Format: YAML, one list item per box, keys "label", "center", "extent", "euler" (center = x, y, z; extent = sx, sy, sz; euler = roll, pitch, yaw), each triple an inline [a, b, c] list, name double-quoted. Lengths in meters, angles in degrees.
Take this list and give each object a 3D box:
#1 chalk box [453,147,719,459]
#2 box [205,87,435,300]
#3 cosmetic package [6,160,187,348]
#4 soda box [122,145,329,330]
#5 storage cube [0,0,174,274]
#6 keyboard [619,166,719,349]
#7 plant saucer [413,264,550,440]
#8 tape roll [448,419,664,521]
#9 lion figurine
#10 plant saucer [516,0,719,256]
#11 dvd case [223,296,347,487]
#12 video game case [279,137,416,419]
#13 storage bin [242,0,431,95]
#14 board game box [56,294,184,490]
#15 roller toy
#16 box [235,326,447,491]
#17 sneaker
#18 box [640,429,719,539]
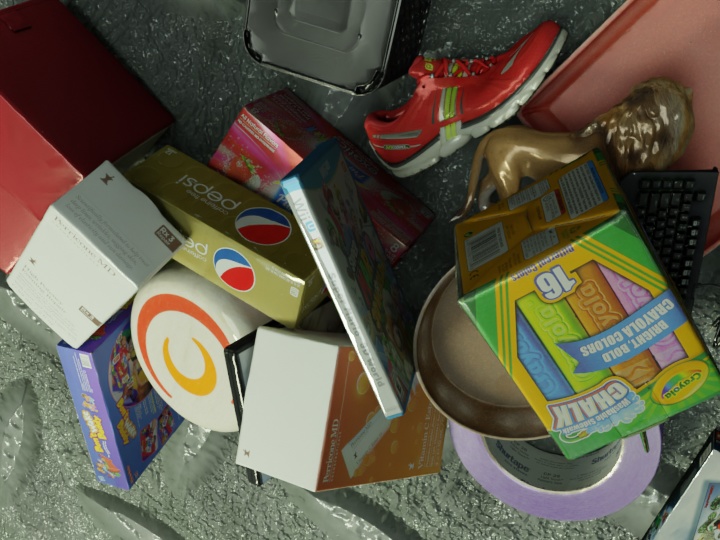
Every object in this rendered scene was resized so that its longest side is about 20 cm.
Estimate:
- label: "chalk box"
  center: [0.171, 0.040, 0.593]
  extent: [0.124, 0.125, 0.200]
  euler: [-30, 111, 19]
- label: "box"
  center: [-0.041, -0.069, 0.792]
  extent: [0.200, 0.095, 0.100]
  euler: [41, 121, 2]
- label: "cosmetic package"
  center: [-0.250, -0.007, 0.761]
  extent: [0.102, 0.074, 0.200]
  euler: [45, 144, -8]
- label: "soda box"
  center: [-0.120, -0.032, 0.745]
  extent: [0.200, 0.068, 0.064]
  euler: [29, 134, 14]
- label: "storage cube"
  center: [-0.332, -0.141, 0.833]
  extent: [0.180, 0.200, 0.171]
  euler: [46, 121, -9]
- label: "keyboard"
  center: [0.256, 0.015, 0.654]
  extent: [0.127, 0.021, 0.201]
  euler: [-3, 118, -4]
- label: "plant saucer"
  center: [0.142, 0.053, 0.695]
  extent: [0.200, 0.035, 0.201]
  euler: [-1, 116, -2]
- label: "tape roll"
  center: [0.190, 0.142, 0.802]
  extent: [0.200, 0.066, 0.201]
  euler: [9, 115, 20]
- label: "lion figurine"
  center: [0.162, -0.088, 0.664]
  extent: [0.199, 0.073, 0.123]
  euler: [-2, 125, 16]
- label: "plant saucer"
  center: [0.266, -0.129, 0.668]
  extent: [0.200, 0.037, 0.200]
  euler: [46, 121, 0]
- label: "dvd case"
  center: [-0.047, 0.100, 0.810]
  extent: [0.018, 0.200, 0.143]
  euler: [10, 117, 38]
- label: "video game case"
  center: [0.000, 0.000, 0.666]
  extent: [0.018, 0.143, 0.200]
  euler: [-20, 105, 17]
- label: "storage bin"
  center: [-0.010, -0.265, 0.695]
  extent: [0.135, 0.094, 0.200]
  euler: [21, 119, 14]
- label: "board game box"
  center: [-0.261, 0.127, 0.932]
  extent: [0.045, 0.135, 0.200]
  euler: [10, 125, 19]
- label: "roller toy"
  center: [-0.132, 0.063, 0.864]
  extent: [0.182, 0.140, 0.201]
  euler: [0, 112, 35]
- label: "box"
  center: [-0.006, 0.126, 0.773]
  extent: [0.097, 0.200, 0.125]
  euler: [9, 89, 37]
- label: "sneaker"
  center: [0.082, -0.155, 0.706]
  extent: [0.200, 0.077, 0.085]
  euler: [-32, 106, 30]
- label: "box"
  center: [0.360, 0.267, 0.798]
  extent: [0.136, 0.038, 0.200]
  euler: [26, 120, 12]
